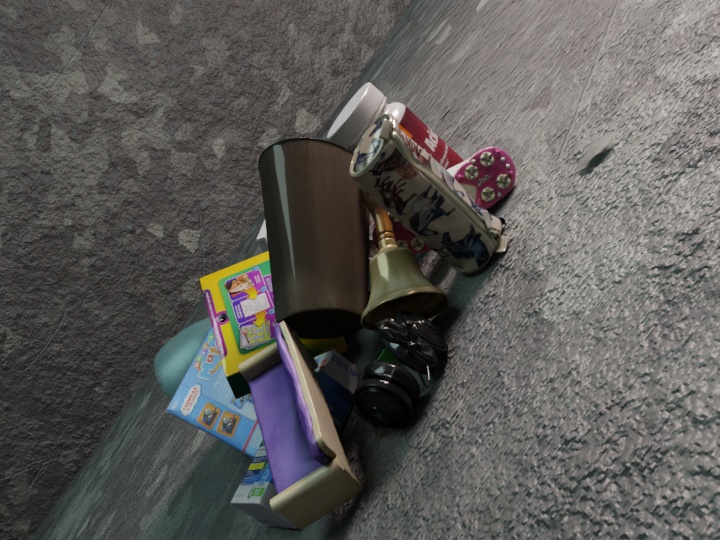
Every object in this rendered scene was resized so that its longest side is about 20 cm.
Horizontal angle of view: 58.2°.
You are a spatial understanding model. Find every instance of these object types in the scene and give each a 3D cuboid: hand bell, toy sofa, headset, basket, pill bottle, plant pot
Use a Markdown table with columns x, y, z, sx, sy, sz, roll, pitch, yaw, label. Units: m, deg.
| x | y | z | sx | sy | sz | roll | pitch | yaw | label |
| --- | --- | --- | --- | --- | --- | --- | --- | --- | --- |
| 0.028 | -0.044 | 0.759 | 0.104 | 0.102 | 0.205 | -37 | 58 | 44 | hand bell |
| -0.076 | 0.158 | 0.697 | 0.082 | 0.098 | 0.202 | -31 | 41 | 2 | toy sofa |
| 0.032 | 0.092 | 0.665 | 0.125 | 0.093 | 0.200 | -59 | 5 | -16 | headset |
| -0.052 | -0.030 | 0.799 | 0.133 | 0.180 | 0.205 | -15 | 64 | 25 | basket |
| 0.056 | -0.160 | 0.912 | 0.114 | 0.198 | 0.115 | -46 | 17 | 20 | pill bottle |
| -0.226 | 0.154 | 1.089 | 0.135 | 0.199 | 0.201 | -47 | 17 | 10 | plant pot |

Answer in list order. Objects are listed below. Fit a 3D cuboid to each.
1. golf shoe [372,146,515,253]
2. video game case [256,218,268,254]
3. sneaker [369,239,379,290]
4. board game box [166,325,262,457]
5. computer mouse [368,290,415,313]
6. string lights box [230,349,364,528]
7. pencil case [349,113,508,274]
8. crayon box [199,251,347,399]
| x | y | z | sx | sy | sz | roll | pitch | yaw | label |
| --- | --- | --- | --- | --- | --- | --- | --- | --- | --- |
| 0.105 | -0.084 | 0.825 | 0.197 | 0.077 | 0.092 | -29 | 8 | 8 | golf shoe |
| -0.153 | -0.033 | 1.317 | 0.022 | 0.186 | 0.202 | -14 | 28 | 11 | video game case |
| 0.000 | 0.000 | 0.924 | 0.072 | 0.086 | 0.199 | -31 | 23 | -21 | sneaker |
| -0.171 | 0.175 | 0.943 | 0.196 | 0.037 | 0.154 | 18 | 71 | 27 | board game box |
| -0.003 | 0.059 | 0.834 | 0.196 | 0.034 | 0.060 | -12 | 57 | 30 | computer mouse |
| -0.075 | 0.207 | 0.800 | 0.102 | 0.058 | 0.203 | -31 | 28 | 55 | string lights box |
| 0.074 | -0.081 | 0.707 | 0.089 | 0.199 | 0.079 | -21 | 37 | 50 | pencil case |
| -0.131 | 0.063 | 0.946 | 0.169 | 0.059 | 0.202 | -21 | 46 | -9 | crayon box |
